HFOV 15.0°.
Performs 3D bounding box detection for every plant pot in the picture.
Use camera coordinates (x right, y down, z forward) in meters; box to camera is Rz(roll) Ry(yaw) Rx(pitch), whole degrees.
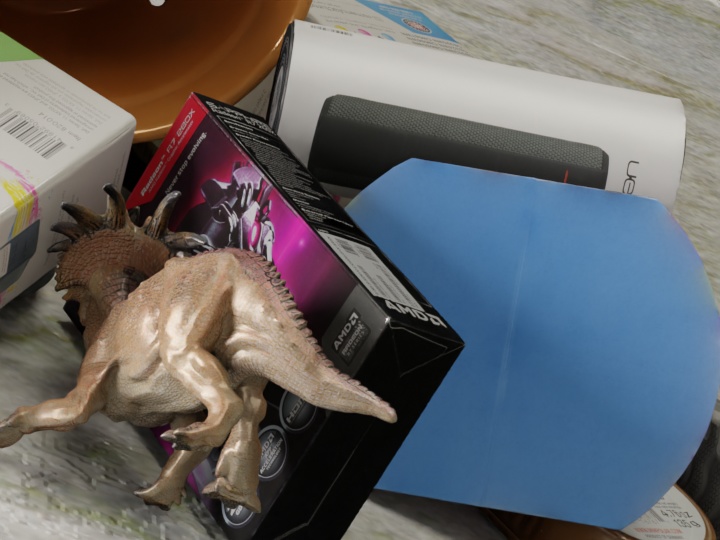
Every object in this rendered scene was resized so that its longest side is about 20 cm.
[{"bbox_3d":[-0.135,-0.177,1.367,0.200,0.200,0.140,17,11,-28],"label":"plant pot"}]

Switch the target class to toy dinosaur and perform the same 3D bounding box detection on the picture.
[{"bbox_3d":[-0.073,0.022,1.134,0.200,0.136,0.086,-4,-29,39],"label":"toy dinosaur"}]

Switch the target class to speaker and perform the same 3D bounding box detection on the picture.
[{"bbox_3d":[0.055,-0.063,1.335,0.199,0.081,0.081,12,21,-7],"label":"speaker"}]

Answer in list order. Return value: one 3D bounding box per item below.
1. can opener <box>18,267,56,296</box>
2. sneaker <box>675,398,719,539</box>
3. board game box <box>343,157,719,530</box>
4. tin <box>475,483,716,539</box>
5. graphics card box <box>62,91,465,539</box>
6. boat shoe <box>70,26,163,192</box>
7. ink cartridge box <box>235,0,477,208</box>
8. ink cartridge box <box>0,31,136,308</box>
[{"bbox_3d":[-0.164,-0.034,1.334,0.067,0.053,0.200,60,18,-11],"label":"can opener"},{"bbox_3d":[0.188,0.101,1.393,0.082,0.075,0.200,12,24,-34],"label":"sneaker"},{"bbox_3d":[0.068,0.036,1.288,0.199,0.158,0.039,9,-13,3],"label":"board game box"},{"bbox_3d":[0.093,0.095,1.345,0.112,0.042,0.200,12,24,-48],"label":"tin"},{"bbox_3d":[-0.048,0.024,1.203,0.051,0.126,0.200,19,20,-41],"label":"graphics card box"},{"bbox_3d":[-0.095,-0.073,1.442,0.066,0.074,0.200,-31,61,-21],"label":"boat shoe"},{"bbox_3d":[0.025,-0.048,1.482,0.128,0.125,0.200,6,28,-47],"label":"ink cartridge box"},{"bbox_3d":[-0.201,-0.028,1.170,0.117,0.067,0.200,33,40,15],"label":"ink cartridge box"}]
